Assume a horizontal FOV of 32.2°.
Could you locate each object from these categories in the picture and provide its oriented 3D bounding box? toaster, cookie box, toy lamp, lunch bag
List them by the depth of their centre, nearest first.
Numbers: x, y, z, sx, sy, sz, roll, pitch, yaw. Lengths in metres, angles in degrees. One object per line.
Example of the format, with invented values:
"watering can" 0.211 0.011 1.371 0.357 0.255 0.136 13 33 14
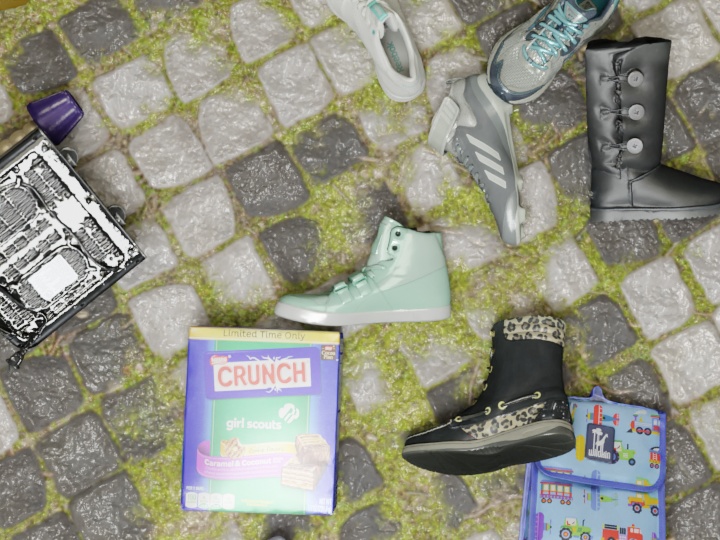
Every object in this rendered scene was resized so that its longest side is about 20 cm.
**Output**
"toaster" -0.356 -0.030 1.342 0.200 0.119 0.181 -39 106 -2
"cookie box" -0.107 0.163 1.380 0.170 0.075 0.201 2 86 0
"lunch bag" 0.260 0.230 1.389 0.150 0.094 0.201 6 75 1
"toy lamp" -0.401 -0.132 1.401 0.200 0.058 0.058 -36 88 0

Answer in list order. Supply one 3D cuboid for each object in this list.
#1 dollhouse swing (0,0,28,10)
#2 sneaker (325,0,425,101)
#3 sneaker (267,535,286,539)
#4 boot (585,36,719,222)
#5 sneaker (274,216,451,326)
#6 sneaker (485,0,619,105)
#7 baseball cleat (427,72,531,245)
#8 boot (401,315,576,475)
"dollhouse swing" -0.459 -0.398 1.364 0.199 0.182 0.177 17 107 0
"sneaker" 0.017 -0.288 1.398 0.075 0.088 0.201 -32 88 -1
"sneaker" -0.096 0.393 1.377 0.099 0.078 0.201 16 96 -7
"boot" 0.331 -0.159 1.383 0.164 0.066 0.201 -4 103 -1
"sneaker" 0.000 0.000 1.389 0.199 0.074 0.119 -3 94 -11
"sneaker" 0.215 -0.268 1.382 0.078 0.086 0.200 43 73 2
"baseball cleat" 0.132 -0.122 1.410 0.106 0.070 0.201 -7 77 5
"boot" 0.143 0.140 1.388 0.203 0.073 0.154 -15 54 30
